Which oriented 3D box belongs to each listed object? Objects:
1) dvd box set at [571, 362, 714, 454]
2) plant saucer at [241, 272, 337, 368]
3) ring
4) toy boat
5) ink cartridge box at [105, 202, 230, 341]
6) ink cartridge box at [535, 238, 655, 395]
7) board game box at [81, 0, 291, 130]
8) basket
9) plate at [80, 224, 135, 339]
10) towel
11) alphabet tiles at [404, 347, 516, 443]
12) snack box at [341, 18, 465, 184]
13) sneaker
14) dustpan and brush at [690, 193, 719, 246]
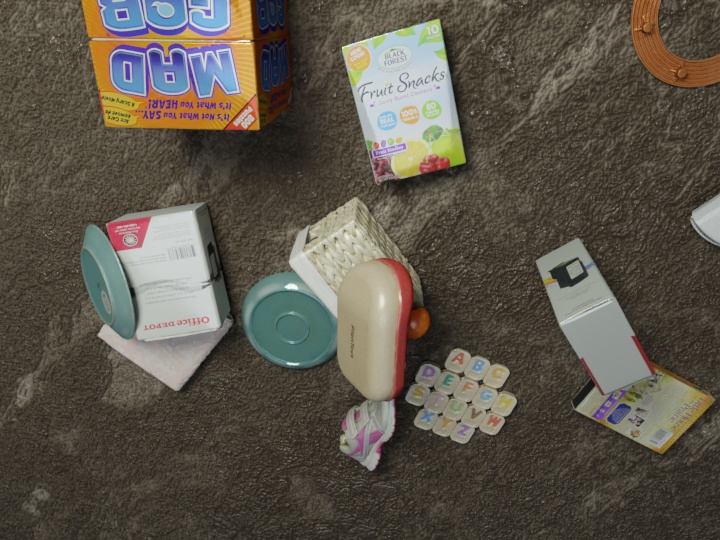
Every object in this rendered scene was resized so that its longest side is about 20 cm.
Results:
[{"bbox_3d":[0.512,0.238,0.987,0.198,0.029,0.147,26,114,-6],"label":"dvd box set"},{"bbox_3d":[-0.122,0.100,0.982,0.197,0.028,0.203,2,116,4],"label":"plant saucer"},{"bbox_3d":[0.468,-0.351,0.725,0.197,0.019,0.203,2,115,3],"label":"ring"},{"bbox_3d":[0.044,0.079,0.780,0.129,0.130,0.203,-12,117,-30],"label":"toy boat"},{"bbox_3d":[-0.312,0.002,0.900,0.143,0.083,0.203,-8,106,1],"label":"ink cartridge box"},{"bbox_3d":[0.351,0.064,0.828,0.082,0.201,0.146,-30,109,20],"label":"ink cartridge box"},{"bbox_3d":[-0.209,-0.305,0.705,0.197,0.201,0.202,2,115,4],"label":"board game box"},{"bbox_3d":[0.000,0.000,0.866,0.123,0.136,0.200,-35,109,16],"label":"basket"},{"bbox_3d":[-0.430,0.024,0.905,0.199,0.025,0.203,23,123,42],"label":"plate"},{"bbox_3d":[-0.362,0.105,1.003,0.190,0.032,0.200,38,111,-11],"label":"towel"},{"bbox_3d":[0.190,0.244,1.028,0.198,0.015,0.197,22,115,-5],"label":"alphabet tiles"},{"bbox_3d":[0.066,-0.242,0.792,0.140,0.053,0.202,-12,113,9],"label":"snack box"},{"bbox_3d":[0.012,0.293,1.030,0.087,0.082,0.202,17,115,-5],"label":"sneaker"},{"bbox_3d":[0.614,-0.059,0.835,0.139,0.057,0.200,-37,100,21],"label":"dustpan and brush"}]
